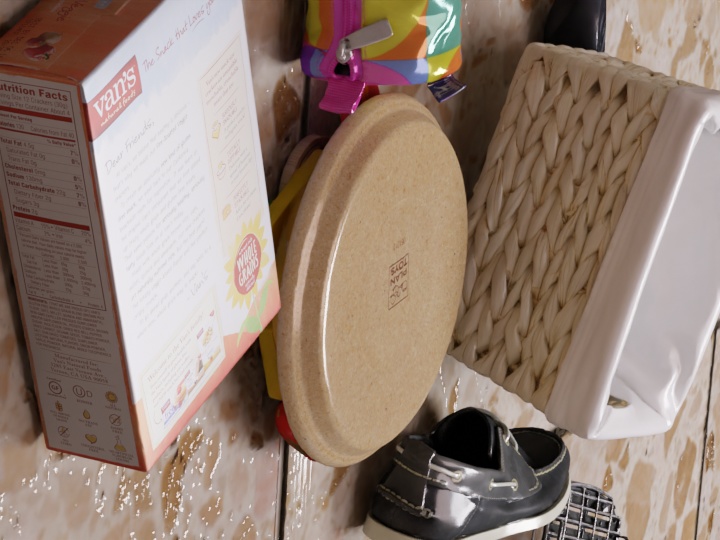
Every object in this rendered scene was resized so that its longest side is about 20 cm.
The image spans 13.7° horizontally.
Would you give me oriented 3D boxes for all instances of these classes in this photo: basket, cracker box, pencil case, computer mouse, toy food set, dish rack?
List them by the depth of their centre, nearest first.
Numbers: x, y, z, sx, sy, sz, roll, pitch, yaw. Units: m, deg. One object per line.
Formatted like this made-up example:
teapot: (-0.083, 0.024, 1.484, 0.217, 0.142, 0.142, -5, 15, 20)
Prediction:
cracker box: (-0.097, -0.034, 1.303, 0.134, 0.057, 0.201, -51, 144, -47)
pencil case: (0.011, -0.181, 1.444, 0.088, 0.088, 0.201, -33, 128, -57)
toy food set: (0.000, 0.000, 1.534, 0.200, 0.048, 0.199, -52, 144, -44)
basket: (0.134, -0.020, 1.682, 0.135, 0.123, 0.201, 0, 111, -62)
computer mouse: (0.126, -0.089, 1.795, 0.059, 0.034, 0.201, -74, 166, -52)
dish rack: (0.110, 0.229, 1.861, 0.153, 0.054, 0.201, 23, 77, -66)

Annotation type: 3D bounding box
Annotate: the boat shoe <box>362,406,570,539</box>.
boat shoe: (0.071, 0.111, 1.703, 0.200, 0.072, 0.068, -13, 116, -61)
